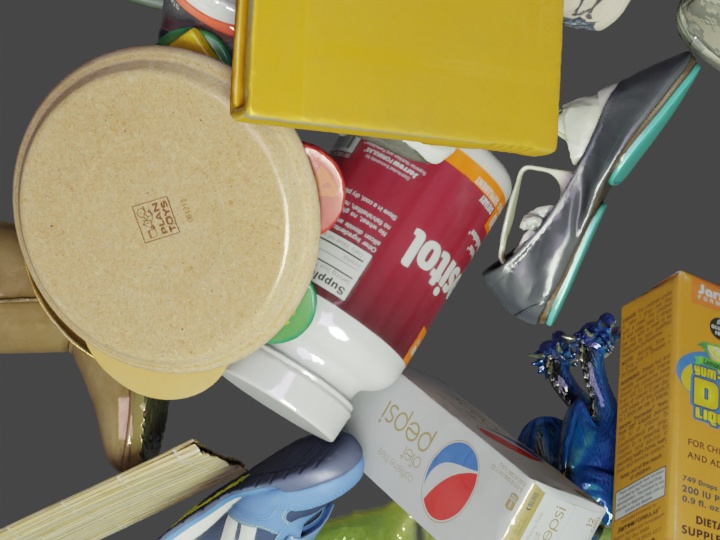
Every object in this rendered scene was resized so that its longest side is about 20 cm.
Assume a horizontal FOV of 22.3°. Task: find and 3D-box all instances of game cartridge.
[{"bbox_3d":[0.025,-0.161,1.033,0.199,0.032,0.178,5,86,-28],"label":"game cartridge"}]

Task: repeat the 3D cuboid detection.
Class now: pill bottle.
[{"bbox_3d":[0.000,0.000,1.137,0.113,0.113,0.201,31,80,7],"label":"pill bottle"}]

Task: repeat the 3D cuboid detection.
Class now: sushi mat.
[{"bbox_3d":[-0.176,0.162,1.203,0.199,0.096,0.012,-26,69,12],"label":"sushi mat"}]

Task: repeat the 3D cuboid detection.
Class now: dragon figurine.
[{"bbox_3d":[0.132,0.118,1.134,0.099,0.200,0.059,42,139,-17],"label":"dragon figurine"}]

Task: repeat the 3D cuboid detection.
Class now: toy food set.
[{"bbox_3d":[-0.109,-0.033,1.063,0.197,0.049,0.201,-33,92,21],"label":"toy food set"}]

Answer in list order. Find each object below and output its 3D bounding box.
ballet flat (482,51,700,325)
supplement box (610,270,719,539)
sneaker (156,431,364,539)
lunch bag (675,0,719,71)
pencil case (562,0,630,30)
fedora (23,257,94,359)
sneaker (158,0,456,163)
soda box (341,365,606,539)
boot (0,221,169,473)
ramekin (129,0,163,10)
[{"bbox_3d":[0.139,-0.062,1.159,0.073,0.073,0.201,31,99,7],"label":"ballet flat"},{"bbox_3d":[0.196,0.105,1.101,0.066,0.069,0.201,18,57,-20],"label":"supplement box"},{"bbox_3d":[-0.058,0.169,1.177,0.200,0.074,0.082,-36,89,39],"label":"sneaker"},{"bbox_3d":[0.295,-0.148,1.079,0.200,0.168,0.140,39,98,5],"label":"lunch bag"},{"bbox_3d":[0.078,-0.202,1.117,0.199,0.078,0.090,6,109,-25],"label":"pencil case"},{"bbox_3d":[-0.115,-0.033,1.156,0.199,0.082,0.202,3,80,-19],"label":"fedora"},{"bbox_3d":[-0.033,-0.117,1.092,0.199,0.077,0.082,34,132,1],"label":"sneaker"},{"bbox_3d":[0.061,0.123,1.116,0.063,0.200,0.068,24,97,-34],"label":"soda box"},{"bbox_3d":[-0.228,0.050,1.227,0.199,0.066,0.176,1,80,8],"label":"boot"},{"bbox_3d":[-0.099,-0.262,1.174,0.199,0.098,0.201,0,92,10],"label":"ramekin"}]
